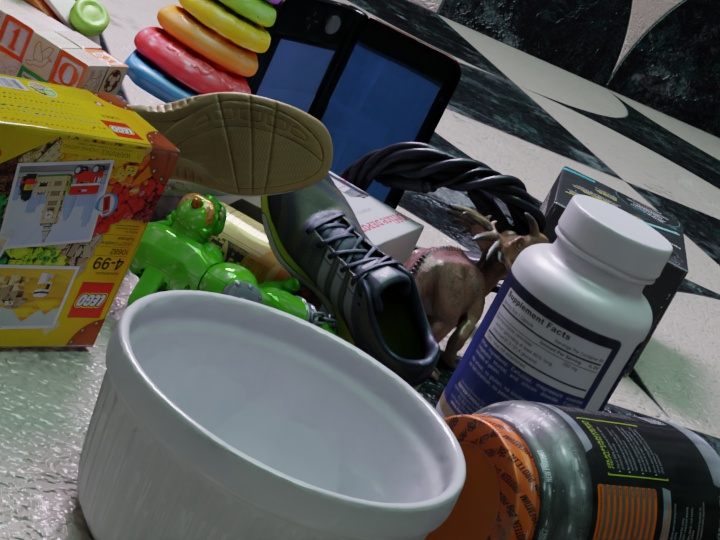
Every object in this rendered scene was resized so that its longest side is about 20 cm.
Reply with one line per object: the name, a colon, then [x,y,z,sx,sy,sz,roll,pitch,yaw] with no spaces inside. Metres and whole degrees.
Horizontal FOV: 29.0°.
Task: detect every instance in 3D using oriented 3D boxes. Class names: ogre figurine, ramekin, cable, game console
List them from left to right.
ogre figurine: [-0.116,0.001,0.981,0.200,0.098,0.120,49,5,15]
ramekin: [-0.054,0.106,0.742,0.200,0.105,0.200,24,18,-8]
game console: [-0.028,-0.142,1.320,0.119,0.200,0.172,36,19,30]
cable: [0.062,-0.044,1.246,0.200,0.163,0.051,19,52,8]

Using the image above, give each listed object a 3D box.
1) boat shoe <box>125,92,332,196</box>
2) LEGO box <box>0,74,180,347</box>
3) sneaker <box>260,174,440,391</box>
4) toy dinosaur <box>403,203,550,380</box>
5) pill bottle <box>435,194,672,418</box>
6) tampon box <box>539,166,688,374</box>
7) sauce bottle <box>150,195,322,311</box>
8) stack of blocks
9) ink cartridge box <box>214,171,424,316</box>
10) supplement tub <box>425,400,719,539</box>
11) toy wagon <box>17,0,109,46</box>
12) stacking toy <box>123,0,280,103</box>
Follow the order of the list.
boat shoe: [-0.121,-0.088,0.986,0.200,0.071,0.069,2,-2,-9]
LEGO box: [-0.226,-0.035,0.818,0.077,0.149,0.200,39,22,33]
sneaker: [0.000,0.000,1.016,0.074,0.081,0.200,-33,90,-28]
toy dinosaur: [0.070,0.007,1.149,0.086,0.136,0.200,33,19,20]
pill bottle: [0.146,0.050,1.030,0.111,0.200,0.111,25,17,-8]
tampon box: [0.243,-0.006,1.450,0.150,0.126,0.200,27,18,3]
sauce bottle: [-0.119,-0.023,1.085,0.200,0.066,0.066,28,17,10]
stack of blocks: [-0.299,-0.162,1.127,0.200,0.115,0.059,32,18,16]
ink cartridge box: [-0.064,-0.044,1.185,0.200,0.086,0.148,29,17,13]
supplement tub: [0.130,0.146,0.866,0.200,0.123,0.123,13,22,-40]
toy wagon: [-0.269,-0.186,1.187,0.200,0.155,0.040,52,47,-2]
stacking toy: [-0.104,-0.222,1.148,0.110,0.200,0.116,30,12,-11]
